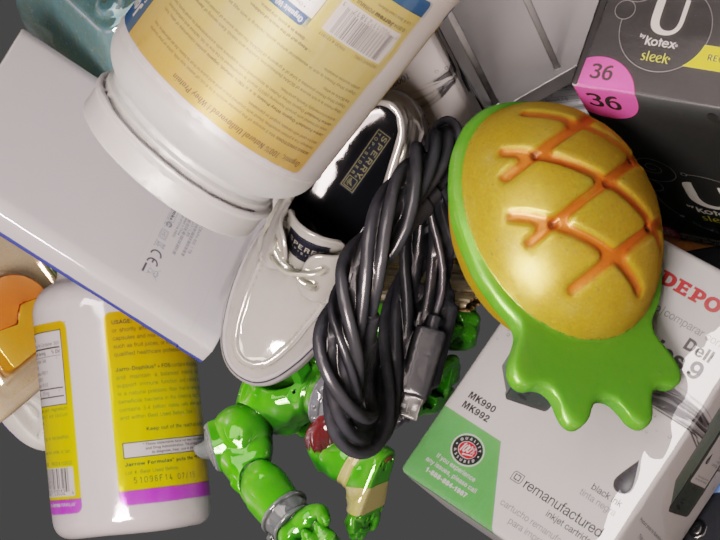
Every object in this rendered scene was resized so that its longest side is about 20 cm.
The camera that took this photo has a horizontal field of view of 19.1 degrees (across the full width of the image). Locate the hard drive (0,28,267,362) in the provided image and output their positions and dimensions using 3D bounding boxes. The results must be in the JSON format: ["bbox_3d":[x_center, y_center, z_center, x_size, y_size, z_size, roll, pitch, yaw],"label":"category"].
[{"bbox_3d":[-0.156,-0.048,1.338,0.025,0.199,0.133,-43,19,49],"label":"hard drive"}]

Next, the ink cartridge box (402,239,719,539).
[{"bbox_3d":[0.143,0.080,1.258,0.145,0.084,0.201,30,83,34],"label":"ink cartridge box"}]

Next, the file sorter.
[{"bbox_3d":[0.129,-0.221,1.371,0.199,0.125,0.139,-29,53,3],"label":"file sorter"}]

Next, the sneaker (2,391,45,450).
[{"bbox_3d":[-0.269,0.039,1.503,0.080,0.146,0.201,-29,93,-31],"label":"sneaker"}]

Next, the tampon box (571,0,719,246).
[{"bbox_3d":[0.234,-0.106,1.266,0.149,0.200,0.127,11,71,28],"label":"tampon box"}]

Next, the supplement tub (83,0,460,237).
[{"bbox_3d":[-0.050,-0.134,1.204,0.200,0.144,0.145,-50,56,15],"label":"supplement tub"}]

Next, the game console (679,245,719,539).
[{"bbox_3d":[0.169,0.088,1.306,0.175,0.031,0.202,-8,63,20],"label":"game console"}]

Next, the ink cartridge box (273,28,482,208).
[{"bbox_3d":[-0.014,-0.117,1.336,0.144,0.201,0.084,-26,21,8],"label":"ink cartridge box"}]

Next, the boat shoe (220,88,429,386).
[{"bbox_3d":[-0.025,-0.018,1.275,0.072,0.066,0.201,37,100,8],"label":"boat shoe"}]

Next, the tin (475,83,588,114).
[{"bbox_3d":[0.130,-0.100,1.407,0.111,0.042,0.202,-3,66,18],"label":"tin"}]

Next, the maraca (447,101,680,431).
[{"bbox_3d":[0.114,-0.005,1.193,0.107,0.136,0.202,-47,50,54],"label":"maraca"}]

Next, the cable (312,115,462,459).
[{"bbox_3d":[0.017,0.006,1.237,0.050,0.163,0.202,17,93,20],"label":"cable"}]

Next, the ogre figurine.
[{"bbox_3d":[-0.019,0.083,1.351,0.119,0.098,0.201,26,85,23],"label":"ogre figurine"}]

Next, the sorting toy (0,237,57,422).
[{"bbox_3d":[-0.234,-0.024,1.428,0.200,0.036,0.186,-41,99,-28],"label":"sorting toy"}]

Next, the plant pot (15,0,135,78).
[{"bbox_3d":[-0.121,-0.181,1.456,0.196,0.200,0.196,-46,58,-2],"label":"plant pot"}]

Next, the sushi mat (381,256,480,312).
[{"bbox_3d":[0.000,0.000,1.389,0.198,0.096,0.012,7,110,26],"label":"sushi mat"}]

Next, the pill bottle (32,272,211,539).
[{"bbox_3d":[-0.155,0.067,1.378,0.103,0.104,0.202,-7,86,20],"label":"pill bottle"}]
